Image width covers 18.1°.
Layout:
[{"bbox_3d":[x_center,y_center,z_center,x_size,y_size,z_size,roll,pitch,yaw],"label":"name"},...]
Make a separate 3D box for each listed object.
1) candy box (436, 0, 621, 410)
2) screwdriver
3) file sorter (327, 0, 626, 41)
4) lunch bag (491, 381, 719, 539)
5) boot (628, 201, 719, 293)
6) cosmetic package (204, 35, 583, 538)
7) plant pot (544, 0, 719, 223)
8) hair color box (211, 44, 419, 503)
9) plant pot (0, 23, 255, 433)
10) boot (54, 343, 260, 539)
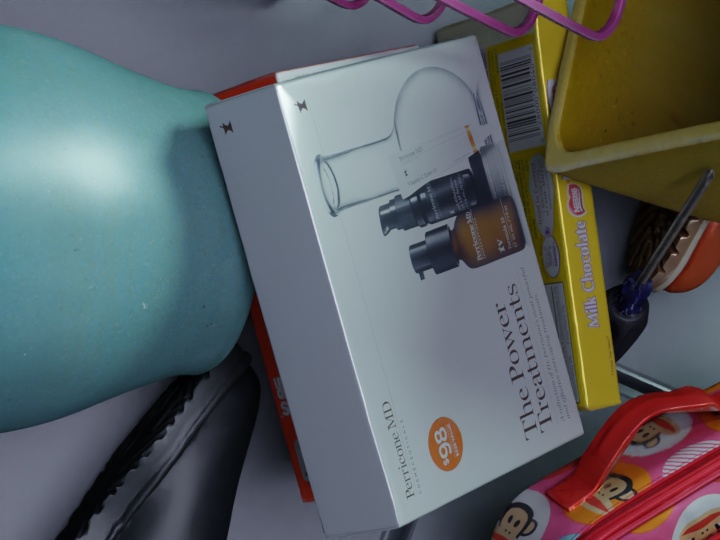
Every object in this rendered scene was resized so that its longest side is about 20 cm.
[{"bbox_3d":[0.082,-0.030,1.131,0.026,0.102,0.201,-7,90,-24],"label":"candy box"},{"bbox_3d":[0.143,-0.004,1.105,0.028,0.200,0.029,37,59,9],"label":"screwdriver"},{"bbox_3d":[0.022,-0.186,1.054,0.139,0.199,0.126,17,87,-56],"label":"file sorter"},{"bbox_3d":[0.164,0.135,1.127,0.199,0.082,0.177,-28,123,-17],"label":"lunch bag"},{"bbox_3d":[0.223,-0.054,1.192,0.107,0.075,0.200,39,76,-16],"label":"boot"},{"bbox_3d":[0.019,0.003,1.040,0.150,0.051,0.201,-20,95,-47],"label":"cosmetic package"},{"bbox_3d":[0.236,-0.114,1.071,0.199,0.194,0.197,24,70,-33],"label":"plant pot"},{"bbox_3d":[0.000,0.000,1.104,0.111,0.064,0.201,-16,91,-48],"label":"hair color box"},{"bbox_3d":[-0.155,-0.020,1.024,0.187,0.200,0.202,0,87,-31],"label":"plant pot"},{"bbox_3d":[-0.063,0.158,1.092,0.168,0.076,0.201,37,79,-12],"label":"boot"}]
